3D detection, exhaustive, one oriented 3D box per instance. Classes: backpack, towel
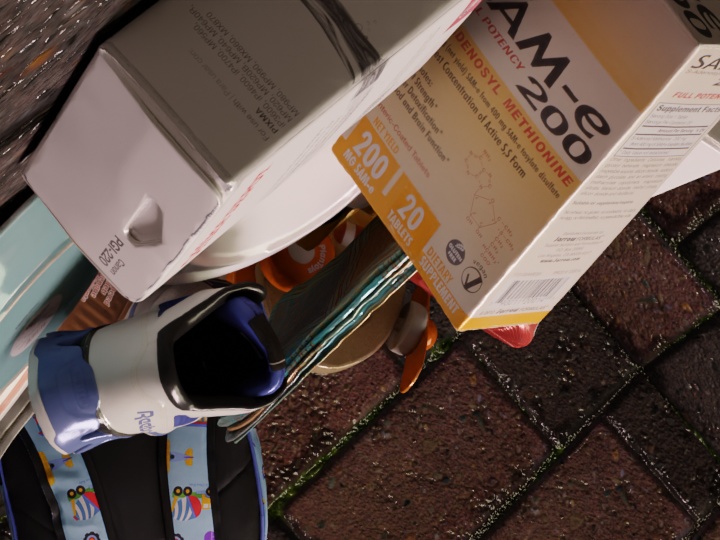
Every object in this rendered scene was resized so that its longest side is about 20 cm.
[{"bbox_3d":[-0.147,0.128,1.634,0.181,0.201,0.135,-11,178,-3],"label":"backpack"},{"bbox_3d":[0.000,0.000,1.418,0.200,0.022,0.147,-44,-169,31],"label":"towel"}]

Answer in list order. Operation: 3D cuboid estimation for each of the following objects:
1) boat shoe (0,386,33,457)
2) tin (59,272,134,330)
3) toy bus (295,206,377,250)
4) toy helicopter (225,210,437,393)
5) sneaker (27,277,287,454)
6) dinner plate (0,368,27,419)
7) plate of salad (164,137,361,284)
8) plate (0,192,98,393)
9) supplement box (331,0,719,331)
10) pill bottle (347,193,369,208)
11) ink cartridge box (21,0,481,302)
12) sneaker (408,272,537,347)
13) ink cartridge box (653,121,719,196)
[{"bbox_3d":[-0.253,0.107,1.488,0.200,0.075,0.062,-57,-171,-29],"label":"boat shoe"},{"bbox_3d":[-0.114,-0.017,1.455,0.112,0.042,0.201,-35,160,-55],"label":"tin"},{"bbox_3d":[0.027,-0.096,1.498,0.200,0.065,0.078,-47,135,8],"label":"toy bus"},{"bbox_3d":[0.020,-0.008,1.598,0.200,0.132,0.079,-43,-178,-30],"label":"toy helicopter"},{"bbox_3d":[-0.082,0.048,1.340,0.114,0.081,0.199,-11,-175,22],"label":"sneaker"},{"bbox_3d":[-0.216,0.057,1.377,0.201,0.024,0.200,-54,173,-9],"label":"dinner plate"},{"bbox_3d":[-0.048,-0.065,1.285,0.199,0.048,0.200,-29,156,-14],"label":"plate of salad"},{"bbox_3d":[-0.173,0.019,1.263,0.201,0.026,0.200,-52,174,-8],"label":"plate"},{"bbox_3d":[0.090,-0.083,1.220,0.073,0.126,0.200,-3,140,-48],"label":"supplement box"},{"bbox_3d":[0.041,-0.133,1.380,0.200,0.113,0.113,-42,178,20],"label":"pill bottle"},{"bbox_3d":[-0.038,-0.091,1.096,0.200,0.085,0.146,-43,179,-29],"label":"ink cartridge box"},{"bbox_3d":[0.076,-0.032,1.432,0.116,0.078,0.200,-56,-160,0],"label":"sneaker"},{"bbox_3d":[0.178,-0.145,1.403,0.201,0.084,0.145,-63,-164,-21],"label":"ink cartridge box"}]
